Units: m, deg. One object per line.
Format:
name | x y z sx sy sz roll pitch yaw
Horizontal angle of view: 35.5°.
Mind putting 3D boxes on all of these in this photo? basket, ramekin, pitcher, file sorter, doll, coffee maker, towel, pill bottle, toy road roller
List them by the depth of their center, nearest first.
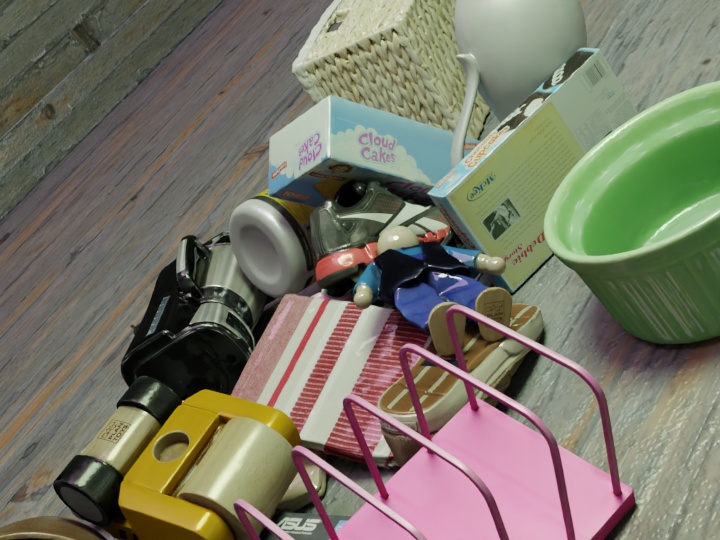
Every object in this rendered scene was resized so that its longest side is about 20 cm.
file sorter | 0.045 0.137 0.679 0.200 0.126 0.138 -41 44 -23
ramekin | 0.244 -0.040 0.825 0.199 0.098 0.201 -32 23 16
toy road roller | -0.138 0.187 0.933 0.198 0.147 0.123 8 46 32
doll | 0.061 0.008 0.947 0.135 0.049 0.200 -16 22 -13
towel | -0.019 0.092 0.987 0.199 0.023 0.145 7 58 37
pitcher | 0.141 -0.182 1.061 0.171 0.202 0.121 -25 17 -25
pill bottle | -0.038 -0.061 1.239 0.199 0.113 0.112 -32 16 -35
coffee maker | -0.185 0.080 1.251 0.193 0.134 0.201 -54 13 27
basket | 0.052 -0.239 1.371 0.160 0.201 0.199 -16 31 32

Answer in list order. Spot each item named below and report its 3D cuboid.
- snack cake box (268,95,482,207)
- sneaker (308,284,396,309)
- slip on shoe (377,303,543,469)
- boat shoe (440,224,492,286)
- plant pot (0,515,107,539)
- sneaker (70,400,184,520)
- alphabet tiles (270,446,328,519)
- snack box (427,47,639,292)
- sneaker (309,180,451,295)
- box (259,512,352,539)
snack cake box | 0.019 -0.103 1.139 0.115 0.198 0.068 -23 62 52
sneaker | 0.000 0.000 1.141 0.070 0.082 0.201 -30 23 29
slip on shoe | 0.084 0.089 0.880 0.075 0.061 0.200 0 25 34
boat shoe | 0.114 -0.038 1.072 0.068 0.057 0.201 -14 34 46
plant pot | -0.262 0.281 0.932 0.187 0.187 0.200 -40 9 -4
sneaker | -0.223 0.205 1.118 0.199 0.078 0.078 -36 42 27
alphabet tiles | -0.069 0.160 1.037 0.195 0.015 0.201 -35 23 17
snack box | 0.167 -0.090 1.012 0.200 0.116 0.037 -43 23 -10
sneaker | 0.027 -0.046 1.093 0.199 0.099 0.071 -17 -6 -43
box | -0.030 0.246 0.774 0.199 0.049 0.161 -10 33 48
